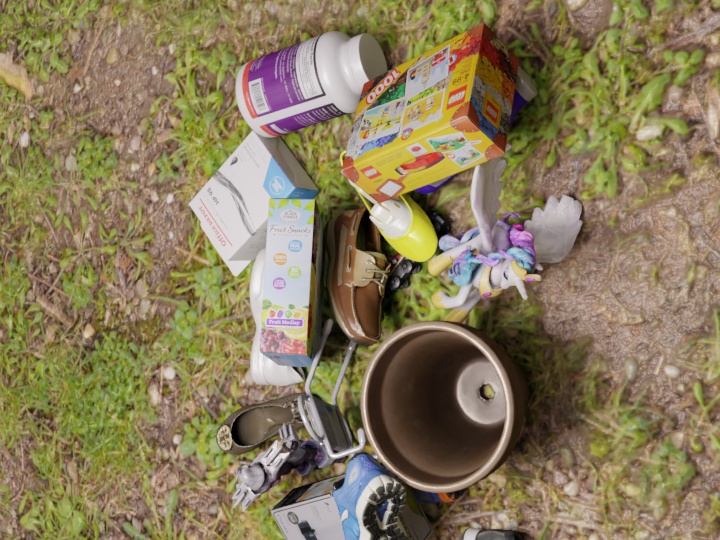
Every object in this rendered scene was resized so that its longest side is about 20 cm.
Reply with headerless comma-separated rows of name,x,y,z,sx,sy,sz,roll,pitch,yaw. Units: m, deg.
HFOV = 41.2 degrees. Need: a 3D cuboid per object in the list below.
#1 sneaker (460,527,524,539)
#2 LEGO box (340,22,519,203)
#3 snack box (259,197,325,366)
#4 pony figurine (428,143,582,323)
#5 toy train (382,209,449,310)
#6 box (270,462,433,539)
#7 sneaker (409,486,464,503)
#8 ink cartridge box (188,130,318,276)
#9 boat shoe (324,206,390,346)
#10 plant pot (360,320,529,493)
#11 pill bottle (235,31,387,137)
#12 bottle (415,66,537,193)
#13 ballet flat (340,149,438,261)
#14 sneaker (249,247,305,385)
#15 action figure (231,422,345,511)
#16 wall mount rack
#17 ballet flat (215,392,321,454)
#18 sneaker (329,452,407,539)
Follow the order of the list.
sneaker,0.193,0.419,1.203,0.090,0.066,0.201,-21,78,31
LEGO box,0.084,-0.186,1.157,0.200,0.077,0.149,-19,47,42
snack box,-0.087,0.021,1.273,0.067,0.169,0.201,3,78,3
pony figurine,0.166,-0.028,1.156,0.200,0.166,0.194,-31,37,55
toy train,0.048,0.000,1.302,0.046,0.034,0.200,45,111,26
box,-0.013,0.339,1.294,0.200,0.060,0.117,-26,95,37
sneaker,0.062,0.222,1.276,0.078,0.075,0.201,-32,74,32
ink cartridge box,-0.171,-0.094,1.410,0.200,0.067,0.116,-45,70,23
boat shoe,0.000,0.000,1.277,0.074,0.076,0.201,-31,56,33
plant pot,0.126,0.156,1.177,0.199,0.174,0.201,1,92,31
pill bottle,-0.067,-0.260,1.321,0.199,0.112,0.113,-12,85,29
bottle,0.135,-0.183,1.229,0.200,0.065,0.084,-36,65,26
ballet flat,0.029,-0.091,1.270,0.067,0.067,0.200,-46,57,22
sneaker,-0.109,0.067,1.384,0.088,0.075,0.201,1,97,18
action figure,-0.109,0.262,1.301,0.130,0.200,0.070,-42,70,23
wall mount rack,-0.026,0.167,1.274,0.074,0.200,0.174,-23,70,9
ballet flat,-0.143,0.225,1.410,0.199,0.046,0.068,-21,79,29
sneaker,0.010,0.299,1.187,0.089,0.078,0.201,54,149,43
